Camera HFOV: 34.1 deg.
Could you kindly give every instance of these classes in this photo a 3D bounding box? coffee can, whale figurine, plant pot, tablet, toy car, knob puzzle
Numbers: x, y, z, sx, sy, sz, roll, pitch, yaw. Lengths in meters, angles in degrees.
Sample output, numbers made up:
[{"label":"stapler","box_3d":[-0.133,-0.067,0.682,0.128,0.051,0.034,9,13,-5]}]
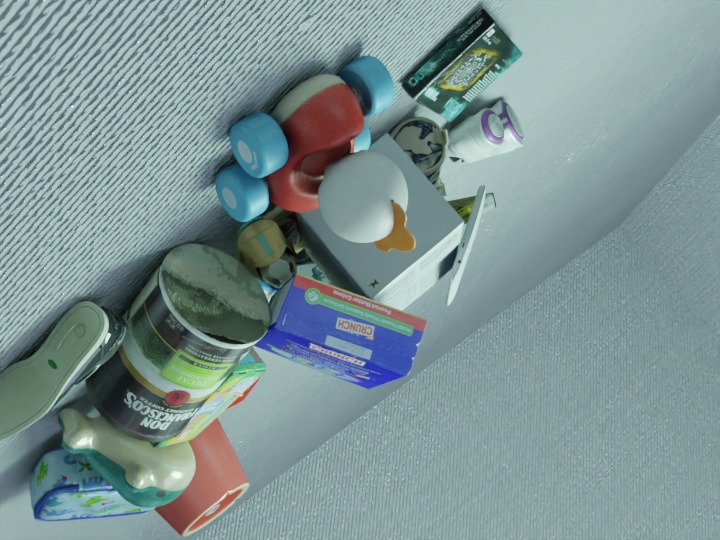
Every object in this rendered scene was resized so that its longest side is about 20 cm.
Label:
[{"label":"coffee can","box_3d":[-0.218,0.087,1.394,0.200,0.147,0.146,-48,165,33]},{"label":"whale figurine","box_3d":[-0.323,0.253,1.585,0.199,0.159,0.104,23,110,-32]},{"label":"plant pot","box_3d":[-0.293,0.333,1.971,0.200,0.178,0.201,-36,168,-9]},{"label":"tablet","box_3d":[0.140,-0.029,1.574,0.200,0.014,0.131,77,32,-78]},{"label":"toy car","box_3d":[-0.018,-0.087,1.238,0.184,0.201,0.177,-31,166,-30]},{"label":"knob puzzle","box_3d":[-0.082,-0.071,1.504,0.219,0.031,0.220,-37,167,-10]}]

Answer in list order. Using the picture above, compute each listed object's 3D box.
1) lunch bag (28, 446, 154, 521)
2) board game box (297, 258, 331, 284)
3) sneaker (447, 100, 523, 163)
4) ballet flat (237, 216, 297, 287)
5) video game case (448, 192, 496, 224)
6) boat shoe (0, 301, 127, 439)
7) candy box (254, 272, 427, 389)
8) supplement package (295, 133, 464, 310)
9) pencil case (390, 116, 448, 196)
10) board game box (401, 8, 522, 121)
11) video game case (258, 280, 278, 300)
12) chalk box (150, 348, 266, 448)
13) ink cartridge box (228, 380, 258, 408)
[{"label":"lunch bag","box_3d":[-0.374,0.309,1.708,0.198,0.083,0.161,1,154,-30]},{"label":"board game box","box_3d":[0.000,0.000,1.707,0.198,0.065,0.147,-10,-173,35]},{"label":"sneaker","box_3d":[0.181,-0.204,1.761,0.099,0.076,0.200,-24,175,26]},{"label":"ballet flat","box_3d":[-0.108,-0.009,1.429,0.068,0.063,0.200,-36,167,-1]},{"label":"video game case","box_3d":[0.078,-0.069,1.732,0.198,0.026,0.180,-10,-170,30]},{"label":"boat shoe","box_3d":[-0.343,0.118,1.311,0.200,0.072,0.068,-43,163,6]},{"label":"candy box","box_3d":[-0.031,0.077,1.428,0.200,0.168,0.078,147,-37,-74]},{"label":"supplement package","box_3d":[0.024,-0.041,1.490,0.150,0.152,0.200,-39,168,-8]},{"label":"pencil case","box_3d":[0.078,-0.140,1.612,0.089,0.078,0.200,-20,165,-5]},{"label":"board game box","box_3d":[0.132,-0.255,1.485,0.135,0.028,0.200,-42,168,12]},{"label":"video game case","box_3d":[-0.176,0.074,1.770,0.143,0.018,0.200,-40,168,5]},{"label":"chalk box","box_3d":[-0.218,0.123,1.575,0.200,0.125,0.124,-44,167,11]},{"label":"ink cartridge box","box_3d":[-0.251,0.180,1.752,0.199,0.068,0.116,-21,161,-37]}]
